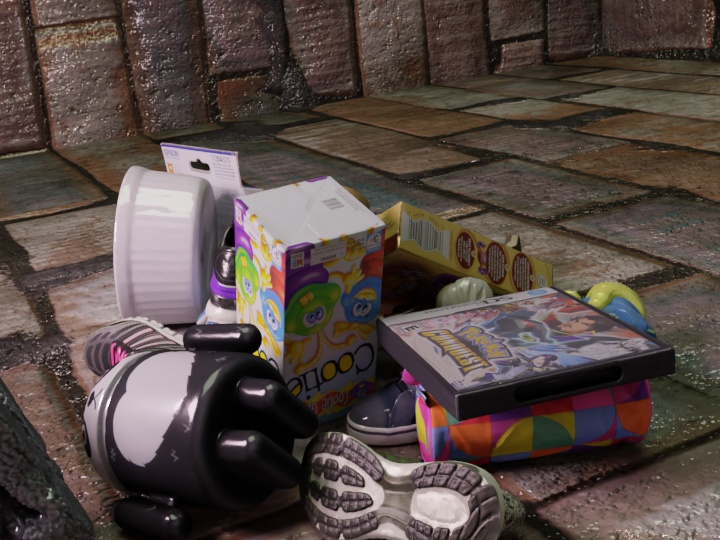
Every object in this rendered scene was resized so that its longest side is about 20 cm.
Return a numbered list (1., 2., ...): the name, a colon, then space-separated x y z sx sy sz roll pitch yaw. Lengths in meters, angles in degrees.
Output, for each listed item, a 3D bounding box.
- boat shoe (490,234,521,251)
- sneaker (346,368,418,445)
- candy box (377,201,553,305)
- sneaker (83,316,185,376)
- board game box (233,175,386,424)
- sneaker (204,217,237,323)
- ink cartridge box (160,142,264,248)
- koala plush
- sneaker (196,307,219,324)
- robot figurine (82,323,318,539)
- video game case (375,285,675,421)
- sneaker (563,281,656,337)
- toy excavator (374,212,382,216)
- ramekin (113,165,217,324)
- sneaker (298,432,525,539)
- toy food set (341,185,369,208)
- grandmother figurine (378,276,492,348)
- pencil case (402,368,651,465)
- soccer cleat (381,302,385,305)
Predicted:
1. boat shoe: 0.157 0.003 1.190 0.067 0.076 0.200 -5 8 16
2. sneaker: 0.079 0.099 0.890 0.197 0.081 0.078 -12 19 -11
3. candy box: 0.087 0.005 0.998 0.198 0.057 0.116 18 -27 -28
4. sneaker: -0.225 0.099 0.999 0.198 0.075 0.087 11 17 31
5. board game box: -0.050 0.033 0.900 0.102 0.202 0.105 -16 36 -27
6. sneaker: -0.109 -0.019 1.045 0.068 0.101 0.200 8 19 7
7. ink cartridge box: -0.193 -0.072 1.324 0.040 0.203 0.198 -19 22 -37
8. koala plush: -0.310 0.184 0.679 0.199 0.185 0.177 -35 16 -16
9. sneaker: -0.124 0.075 1.078 0.077 0.076 0.200 -37 26 -9
10. robot figurine: -0.134 0.126 0.784 0.198 0.127 0.150 -2 19 35
11. video game case: 0.125 0.061 0.800 0.178 0.026 0.200 -10 15 -14
12. sneaker: 0.195 0.071 0.942 0.198 0.077 0.105 -20 31 -7
13. toy excavator: 0.094 -0.021 1.273 0.198 0.101 0.194 0 13 -31
14. ramekin: -0.237 -0.027 1.214 0.096 0.204 0.201 2 17 0
15. sneaker: 0.036 0.172 0.730 0.198 0.078 0.088 7 -10 41
16. toy food set: -0.048 -0.056 1.327 0.196 0.049 0.199 -9 -20 35
17. grandmother figurine: 0.046 0.049 0.974 0.198 0.061 0.121 -20 -2 39
18. pencil case: 0.138 0.112 0.807 0.197 0.090 0.088 -5 17 -4
19. soccer cleat: 0.000 -0.001 1.075 0.065 0.199 0.084 -44 22 24
